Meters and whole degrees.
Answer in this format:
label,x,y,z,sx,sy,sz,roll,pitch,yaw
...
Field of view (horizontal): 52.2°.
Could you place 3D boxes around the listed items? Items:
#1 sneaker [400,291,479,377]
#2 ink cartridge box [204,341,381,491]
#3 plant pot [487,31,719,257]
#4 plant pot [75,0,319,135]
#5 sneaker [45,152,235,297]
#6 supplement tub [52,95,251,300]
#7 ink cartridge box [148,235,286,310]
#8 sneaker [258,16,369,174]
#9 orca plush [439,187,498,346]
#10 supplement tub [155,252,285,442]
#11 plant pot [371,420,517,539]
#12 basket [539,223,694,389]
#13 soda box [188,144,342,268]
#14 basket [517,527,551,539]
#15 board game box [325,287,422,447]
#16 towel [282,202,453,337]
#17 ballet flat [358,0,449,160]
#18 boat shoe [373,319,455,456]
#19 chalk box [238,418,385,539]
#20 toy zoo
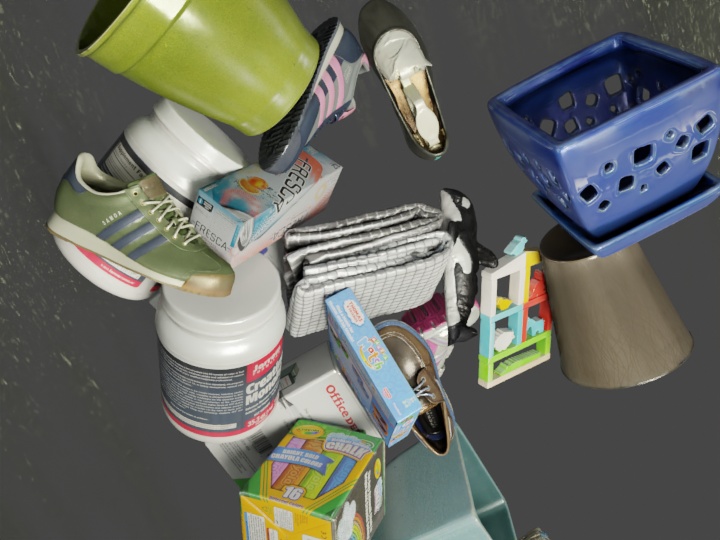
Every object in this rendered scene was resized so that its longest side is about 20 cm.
label,x,y,z,sx,sy,sz,roll,pitch,yaw
sneaker,0.084,0.106,0.998,0.199,0.082,0.088,-36,116,14
ink cartridge box,-0.090,0.213,1.000,0.199,0.084,0.147,-29,116,2
plant pot,0.295,-0.143,0.871,0.199,0.200,0.181,-28,121,1
plant pot,-0.151,-0.244,0.755,0.192,0.201,0.201,35,103,-33
sneaker,-0.208,-0.049,0.718,0.199,0.067,0.091,22,105,5
supplement tub,-0.232,-0.080,0.822,0.140,0.141,0.200,39,101,-22
ink cartridge box,-0.159,0.007,0.928,0.199,0.039,0.100,-35,114,6
sneaker,-0.043,-0.180,0.815,0.082,0.070,0.201,37,68,-36
orca plush,0.138,-0.009,0.909,0.070,0.201,0.106,-2,146,2
supplement tub,-0.158,0.085,0.832,0.139,0.141,0.201,0,133,-11
plant pot,0.103,0.380,1.056,0.199,0.197,0.196,-28,115,12
basket,0.320,0.035,0.968,0.179,0.136,0.201,-15,118,28
soda box,-0.101,-0.078,0.813,0.063,0.200,0.069,34,126,11
basket,0.294,0.527,1.161,0.176,0.139,0.201,-32,84,4
board game box,0.011,0.121,0.858,0.036,0.200,0.152,-28,73,-12
towel,0.000,0.000,0.882,0.198,0.086,0.166,-14,159,-13
ballet flat,0.060,-0.220,0.859,0.068,0.068,0.201,-28,114,2
boat shoe,0.074,0.151,0.933,0.072,0.073,0.201,-28,115,10
chalk box,-0.044,0.272,0.902,0.123,0.200,0.126,8,114,21
toy zoo,0.214,0.049,0.994,0.130,0.020,0.202,-17,117,-33
